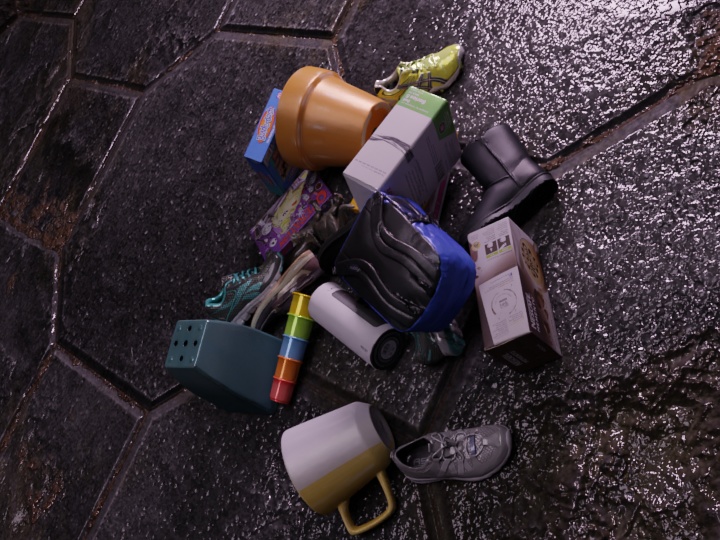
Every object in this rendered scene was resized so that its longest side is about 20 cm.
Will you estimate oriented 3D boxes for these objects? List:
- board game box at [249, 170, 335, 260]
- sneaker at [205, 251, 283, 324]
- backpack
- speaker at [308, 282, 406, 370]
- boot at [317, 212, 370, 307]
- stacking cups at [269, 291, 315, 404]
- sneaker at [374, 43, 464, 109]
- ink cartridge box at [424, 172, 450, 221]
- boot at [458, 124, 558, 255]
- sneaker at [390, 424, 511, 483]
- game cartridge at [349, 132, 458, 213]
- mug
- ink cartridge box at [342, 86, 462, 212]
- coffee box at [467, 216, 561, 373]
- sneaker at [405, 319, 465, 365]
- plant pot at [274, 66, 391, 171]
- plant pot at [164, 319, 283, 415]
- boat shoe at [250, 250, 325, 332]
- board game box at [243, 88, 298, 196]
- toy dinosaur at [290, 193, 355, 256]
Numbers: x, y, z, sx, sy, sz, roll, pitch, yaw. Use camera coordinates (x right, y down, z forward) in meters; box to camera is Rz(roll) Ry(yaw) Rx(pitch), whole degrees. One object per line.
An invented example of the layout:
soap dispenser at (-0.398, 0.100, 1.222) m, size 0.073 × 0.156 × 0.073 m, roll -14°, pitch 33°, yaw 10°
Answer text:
board game box at (-0.142, -0.114, 1.771) m, size 0.200 × 0.032 × 0.121 m, roll -46°, pitch 50°, yaw 11°
sneaker at (-0.235, 0.034, 1.702) m, size 0.201 × 0.091 × 0.078 m, roll -49°, pitch 22°, yaw 5°
backpack at (0.087, -0.007, 1.308) m, size 0.200 × 0.166 × 0.165 m, roll 46°, pitch 120°, yaw 40°
speaker at (-0.010, 0.096, 1.503) m, size 0.199 × 0.081 × 0.082 m, roll 34°, pitch 90°, yaw 46°
boot at (-0.002, 0.000, 1.520) m, size 0.211 × 0.078 × 0.161 m, roll -43°, pitch 52°, yaw 47°
stacking cups at (-0.130, 0.144, 1.581) m, size 0.060 × 0.060 × 0.204 m, roll 12°, pitch 82°, yaw 43°
sneaker at (0.115, -0.380, 1.658) m, size 0.198 × 0.076 × 0.076 m, roll -32°, pitch 48°, yaw 22°
ink cartridge box at (0.102, -0.105, 1.550) m, size 0.093 × 0.037 × 0.204 m, roll -1°, pitch 68°, yaw 41°
boot at (0.215, -0.137, 1.437) m, size 0.199 × 0.076 × 0.169 m, roll -40°, pitch 50°, yaw 7°
sneaker at (0.135, 0.278, 1.276) m, size 0.198 × 0.082 × 0.076 m, roll -25°, pitch 53°, yaw 29°
game cartridge at (0.078, -0.187, 1.571) m, size 0.175 × 0.032 × 0.203 m, roll 17°, pitch 81°, yaw 48°
mug at (-0.017, 0.306, 1.380) m, size 0.152 × 0.188 × 0.150 m, roll -31°, pitch 17°, yaw 12°
ink cartridge box at (0.073, -0.178, 1.418) m, size 0.083 × 0.146 × 0.201 m, roll 28°, pitch 71°, yaw 30°
coffee box at (0.234, 0.039, 1.301) m, size 0.079 × 0.113 × 0.203 m, roll -24°, pitch 53°, yaw 28°
sneaker at (0.104, 0.070, 1.426) m, size 0.091 × 0.077 × 0.203 m, roll -35°, pitch 46°, yaw 27°
plant pot at (-0.041, -0.287, 1.675) m, size 0.180 × 0.200 × 0.204 m, roll 17°, pitch 78°, yaw 29°
plant pot at (-0.257, 0.169, 1.591) m, size 0.139 × 0.199 × 0.144 m, roll -4°, pitch 64°, yaw 38°
boat shoe at (-0.140, 0.054, 1.648) m, size 0.065 × 0.072 × 0.201 m, roll 40°, pitch 104°, yaw 10°
board game box at (-0.166, -0.259, 1.751) m, size 0.044 × 0.200 × 0.155 m, roll 20°, pitch 78°, yaw 15°
toy dinosaur at (-0.053, -0.091, 1.633) m, size 0.198 × 0.076 × 0.105 m, roll -9°, pitch 87°, yaw 48°
